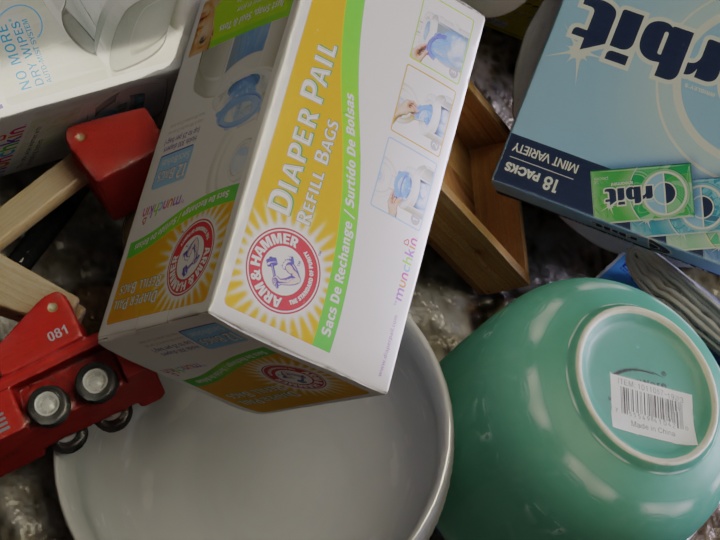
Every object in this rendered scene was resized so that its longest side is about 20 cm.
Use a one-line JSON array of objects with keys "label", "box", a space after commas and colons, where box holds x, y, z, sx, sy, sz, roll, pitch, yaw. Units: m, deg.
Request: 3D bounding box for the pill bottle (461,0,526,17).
[{"label": "pill bottle", "box": [0.092, -0.246, 1.301, 0.113, 0.113, 0.200, 34, 53, -9]}]

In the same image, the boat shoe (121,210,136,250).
[{"label": "boat shoe", "box": [-0.057, -0.032, 1.231, 0.200, 0.066, 0.074, -15, 109, -42]}]

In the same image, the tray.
[{"label": "tray", "box": [0.043, -0.067, 1.246, 0.200, 0.037, 0.099, 41, 41, -59]}]

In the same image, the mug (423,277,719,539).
[{"label": "mug", "box": [0.127, 0.074, 1.166, 0.152, 0.114, 0.185, 51, 51, 3]}]

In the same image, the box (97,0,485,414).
[{"label": "box", "box": [-0.032, -0.044, 1.062, 0.101, 0.112, 0.201, 26, 69, -29]}]

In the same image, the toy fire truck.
[{"label": "toy fire truck", "box": [-0.166, 0.020, 1.106, 0.199, 0.049, 0.141, -26, 67, -6]}]

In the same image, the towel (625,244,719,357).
[{"label": "towel", "box": [0.242, 0.061, 1.287, 0.200, 0.024, 0.147, 33, 10, -43]}]

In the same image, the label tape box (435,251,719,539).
[{"label": "label tape box", "box": [0.129, 0.101, 1.267, 0.143, 0.066, 0.200, 49, 50, 2]}]

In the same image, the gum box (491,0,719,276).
[{"label": "gum box", "box": [0.188, -0.109, 1.249, 0.169, 0.045, 0.201, 22, 86, 11]}]

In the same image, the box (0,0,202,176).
[{"label": "box", "box": [-0.175, -0.162, 1.155, 0.176, 0.097, 0.201, -17, 78, -25]}]

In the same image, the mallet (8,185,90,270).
[{"label": "mallet", "box": [-0.144, -0.056, 1.219, 0.041, 0.066, 0.200, 35, 68, -2]}]

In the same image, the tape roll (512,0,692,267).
[{"label": "tape roll", "box": [0.190, -0.104, 1.330, 0.200, 0.200, 0.066, 45, 11, -1]}]

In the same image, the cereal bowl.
[{"label": "cereal bowl", "box": [-0.049, 0.097, 1.131, 0.199, 0.083, 0.201, -3, 66, 6]}]

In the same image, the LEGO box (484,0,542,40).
[{"label": "LEGO box", "box": [0.093, -0.235, 1.417, 0.199, 0.077, 0.149, 19, 57, -20]}]
